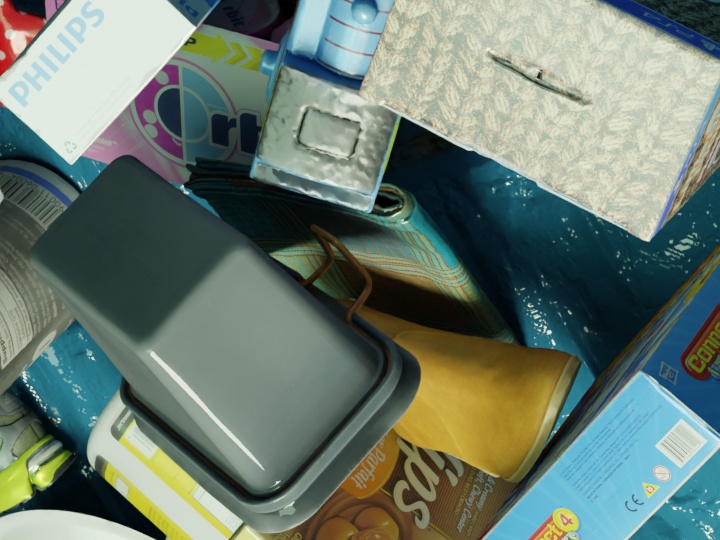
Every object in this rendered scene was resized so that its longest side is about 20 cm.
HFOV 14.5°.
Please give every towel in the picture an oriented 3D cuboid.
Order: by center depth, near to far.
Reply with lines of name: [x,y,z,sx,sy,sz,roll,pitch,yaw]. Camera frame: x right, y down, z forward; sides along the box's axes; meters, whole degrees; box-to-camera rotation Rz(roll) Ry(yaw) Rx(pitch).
towel: [0.000,0.000,1.608,0.146,0.022,0.200,9,156,28]

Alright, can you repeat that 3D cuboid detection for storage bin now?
storage bin: [-0.077,0.021,1.504,0.134,0.146,0.200,48,172,-36]

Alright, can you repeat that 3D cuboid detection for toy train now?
toy train: [0.001,-0.133,1.460,0.086,0.114,0.201,16,112,-5]

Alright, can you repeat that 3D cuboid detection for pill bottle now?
pill bottle: [-0.249,0.027,1.725,0.113,0.200,0.114,16,128,22]
pill bottle: [-0.063,0.137,1.731,0.200,0.112,0.112,41,133,11]

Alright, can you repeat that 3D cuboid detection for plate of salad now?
plate of salad: [-0.163,0.215,1.900,0.199,0.048,0.201,15,144,11]

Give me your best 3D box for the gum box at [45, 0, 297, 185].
gum box: [-0.078,-0.108,1.617,0.199,0.066,0.114,16,129,21]

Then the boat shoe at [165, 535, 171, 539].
boat shoe: [-0.036,0.205,1.804,0.199,0.066,0.074,27,130,11]

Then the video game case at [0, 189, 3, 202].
video game case: [-0.318,-0.103,1.685,0.199,0.018,0.144,15,148,32]

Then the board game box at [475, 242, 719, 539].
board game box: [0.157,0.074,1.510,0.056,0.196,0.200,40,132,2]

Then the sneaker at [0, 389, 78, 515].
sneaker: [-0.277,0.134,1.914,0.199,0.074,0.081,-27,95,35]

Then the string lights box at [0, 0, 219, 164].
string lights box: [-0.112,-0.139,1.454,0.059,0.200,0.103,42,113,-7]

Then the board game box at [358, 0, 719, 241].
board game box: [0.117,-0.118,1.390,0.159,0.200,0.097,27,116,11]

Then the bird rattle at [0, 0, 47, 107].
bird rattle: [-0.264,-0.141,1.704,0.199,0.113,0.163,29,153,12]

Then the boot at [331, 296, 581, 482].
boot: [0.036,0.057,1.569,0.143,0.071,0.201,29,164,-3]

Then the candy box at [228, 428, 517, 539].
candy box: [0.009,0.143,1.644,0.115,0.200,0.055,42,130,0]
